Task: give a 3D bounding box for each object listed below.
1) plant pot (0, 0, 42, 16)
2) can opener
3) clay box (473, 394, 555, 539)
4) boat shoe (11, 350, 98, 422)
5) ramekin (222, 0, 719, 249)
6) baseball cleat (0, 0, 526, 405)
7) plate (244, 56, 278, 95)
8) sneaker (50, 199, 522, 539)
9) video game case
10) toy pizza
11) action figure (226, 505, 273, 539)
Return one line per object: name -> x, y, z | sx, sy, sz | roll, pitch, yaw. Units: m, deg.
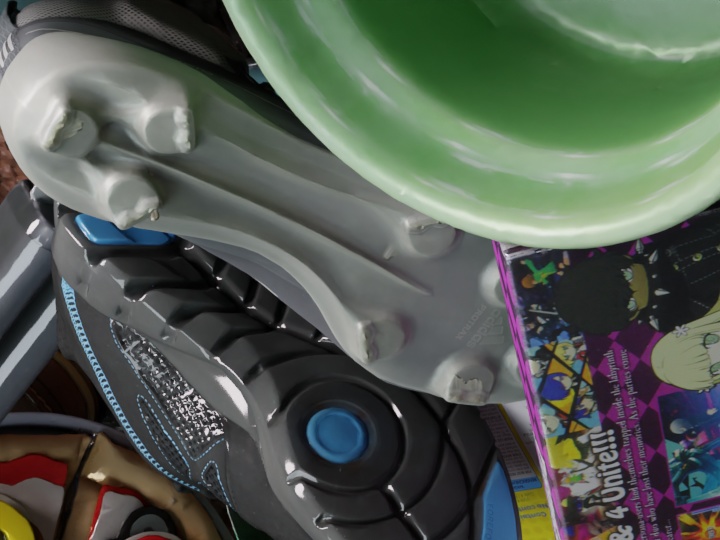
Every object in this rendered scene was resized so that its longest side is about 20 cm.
plant pot -> -0.138, -0.163, 0.762 | 0.200, 0.201, 0.196 | 33, 165, 6
can opener -> -0.111, -0.016, 0.948 | 0.200, 0.052, 0.067 | -55, 48, 17
clay box -> 0.081, 0.105, 0.914 | 0.114, 0.048, 0.201 | -11, 123, 35
boat shoe -> -0.183, 0.080, 1.116 | 0.200, 0.068, 0.072 | -23, 111, 45
ramekin -> 0.058, -0.116, 0.728 | 0.199, 0.098, 0.201 | 18, 123, 30
baseball cleat -> -0.019, -0.031, 0.810 | 0.199, 0.107, 0.070 | 30, 111, -27
plate -> 0.000, 0.000, 0.918 | 0.199, 0.026, 0.201 | 5, 133, 6
sneaker -> -0.026, 0.048, 0.865 | 0.200, 0.073, 0.082 | 46, 144, 22
video game case -> 0.143, 0.046, 0.807 | 0.180, 0.036, 0.201 | -15, 124, -1
toy pizza -> -0.123, 0.154, 1.010 | 0.201, 0.200, 0.032 | 53, 157, -15
action figure -> 0.022, 0.164, 1.041 | 0.118, 0.055, 0.201 | 37, 159, 38
